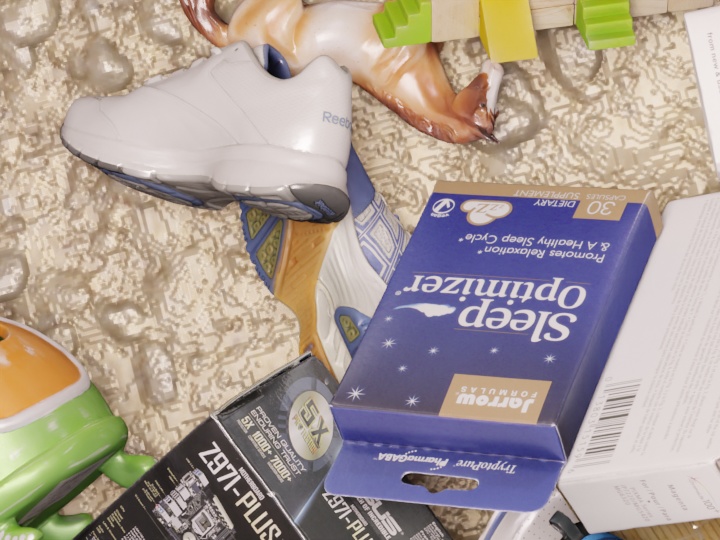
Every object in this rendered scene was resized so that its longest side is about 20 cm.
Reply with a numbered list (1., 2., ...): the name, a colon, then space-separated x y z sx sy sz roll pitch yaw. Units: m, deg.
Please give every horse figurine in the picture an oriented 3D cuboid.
1. horse figurine: -0.014 -0.143 1.555 0.200 0.050 0.133 9 87 3

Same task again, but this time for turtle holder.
1. turtle holder: -0.208 0.101 1.549 0.141 0.186 0.132 -35 84 -26

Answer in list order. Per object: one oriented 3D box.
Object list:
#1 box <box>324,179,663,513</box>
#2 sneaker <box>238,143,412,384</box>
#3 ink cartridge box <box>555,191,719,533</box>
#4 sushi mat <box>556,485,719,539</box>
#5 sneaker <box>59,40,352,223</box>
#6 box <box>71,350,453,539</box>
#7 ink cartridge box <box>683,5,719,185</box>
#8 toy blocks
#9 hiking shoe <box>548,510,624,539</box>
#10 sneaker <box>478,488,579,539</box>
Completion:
1. box: 0.064 0.033 1.444 0.121 0.032 0.200 4 47 25
2. sneaker: 0.000 0.000 1.545 0.075 0.088 0.200 -32 67 42
3. ink cartridge box: 0.201 0.032 1.406 0.173 0.200 0.044 -10 129 36
4. sushi mat: 0.188 0.159 1.487 0.096 0.012 0.200 -29 115 12
5. sneaker: -0.075 -0.077 1.529 0.200 0.074 0.087 9 81 39
6. box: -0.033 0.171 1.495 0.200 0.086 0.164 53 134 6
7. ink cartridge box: 0.270 -0.102 1.462 0.200 0.147 0.083 -12 84 7
8. toy blocks: 0.103 -0.194 1.471 0.200 0.100 0.137 -8 128 -10
9. hiking shoe: 0.139 0.201 1.481 0.074 0.200 0.087 -33 52 -25
10. sneaker: 0.143 0.123 1.511 0.115 0.081 0.200 36 93 10
